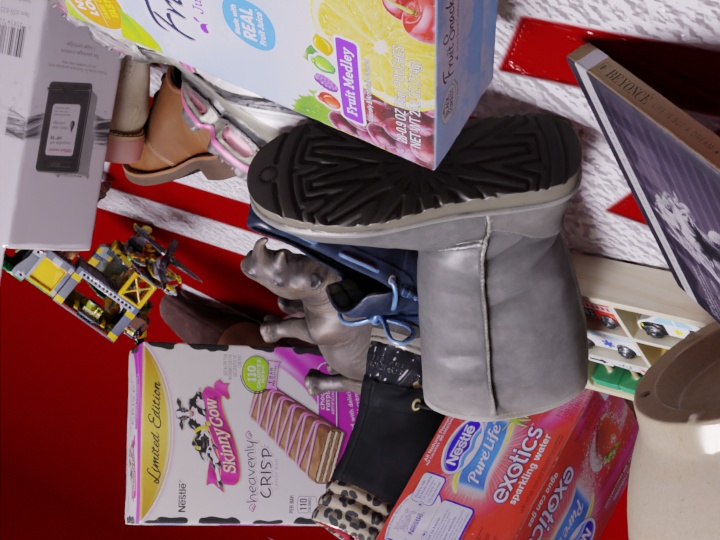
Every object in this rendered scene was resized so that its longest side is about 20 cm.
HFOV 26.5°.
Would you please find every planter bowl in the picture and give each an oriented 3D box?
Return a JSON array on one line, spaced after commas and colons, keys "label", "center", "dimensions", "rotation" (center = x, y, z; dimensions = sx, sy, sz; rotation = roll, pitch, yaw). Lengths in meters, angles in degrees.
[{"label": "planter bowl", "center": [0.212, 0.097, 0.744], "dimensions": [0.199, 0.200, 0.136], "rotation": [-3, 119, 58]}]

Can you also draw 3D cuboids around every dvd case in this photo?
[{"label": "dvd case", "center": [0.162, -0.002, 0.631], "dimensions": [0.149, 0.016, 0.200], "rotation": [57, 178, -34]}]

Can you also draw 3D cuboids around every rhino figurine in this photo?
[{"label": "rhino figurine", "center": [-0.023, 0.030, 1.088], "dimensions": [0.087, 0.060, 0.200], "rotation": [-4, 145, 27]}]

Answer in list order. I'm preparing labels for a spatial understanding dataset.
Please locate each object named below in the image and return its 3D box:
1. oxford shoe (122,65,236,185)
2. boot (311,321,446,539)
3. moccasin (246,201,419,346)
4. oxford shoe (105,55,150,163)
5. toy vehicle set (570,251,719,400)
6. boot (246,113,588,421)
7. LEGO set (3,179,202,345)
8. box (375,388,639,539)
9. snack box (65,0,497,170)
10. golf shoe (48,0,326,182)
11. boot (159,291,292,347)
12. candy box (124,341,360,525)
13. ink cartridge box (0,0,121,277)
[{"label": "oxford shoe", "center": [-0.099, -0.094, 0.920], "dimensions": [0.199, 0.071, 0.072], "rotation": [-3, 113, 61]}, {"label": "boot", "center": [0.048, 0.136, 1.088], "dimensions": [0.073, 0.155, 0.203], "rotation": [11, 162, 39]}, {"label": "moccasin", "center": [0.000, 0.000, 0.966], "dimensions": [0.199, 0.069, 0.080], "rotation": [38, 160, -26]}, {"label": "oxford shoe", "center": [-0.192, -0.140, 0.938], "dimensions": [0.199, 0.074, 0.070], "rotation": [34, -156, 30]}, {"label": "toy vehicle set", "center": [0.147, 0.035, 0.901], "dimensions": [0.199, 0.027, 0.124], "rotation": [13, 154, 42]}, {"label": "boot", "center": [0.038, 0.006, 0.813], "dimensions": [0.179, 0.073, 0.201], "rotation": [1, 148, 4]}, {"label": "LEGO set", "center": [-0.210, -0.048, 1.159], "dimensions": [0.200, 0.116, 0.154], "rotation": [39, -171, -14]}, {"label": "box", "center": [0.097, 0.158, 1.016], "dimensions": [0.099, 0.201, 0.096], "rotation": [13, 153, 40]}, {"label": "snack box", "center": [-0.042, -0.148, 0.633], "dimensions": [0.198, 0.068, 0.169], "rotation": [25, 151, 18]}, {"label": "golf shoe", "center": [-0.086, -0.140, 0.776], "dimensions": [0.200, 0.073, 0.092], "rotation": [41, 124, -7]}, {"label": "boot", "center": [-0.077, 0.095, 1.362], "dimensions": [0.166, 0.073, 0.200], "rotation": [29, 166, 46]}, {"label": "candy box", "center": [-0.080, 0.129, 1.184], "dimensions": [0.198, 0.138, 0.061], "rotation": [3, 169, -19]}, {"label": "ink cartridge box", "center": [-0.204, -0.082, 0.865], "dimensions": [0.115, 0.202, 0.066], "rotation": [17, -170, 35]}]
